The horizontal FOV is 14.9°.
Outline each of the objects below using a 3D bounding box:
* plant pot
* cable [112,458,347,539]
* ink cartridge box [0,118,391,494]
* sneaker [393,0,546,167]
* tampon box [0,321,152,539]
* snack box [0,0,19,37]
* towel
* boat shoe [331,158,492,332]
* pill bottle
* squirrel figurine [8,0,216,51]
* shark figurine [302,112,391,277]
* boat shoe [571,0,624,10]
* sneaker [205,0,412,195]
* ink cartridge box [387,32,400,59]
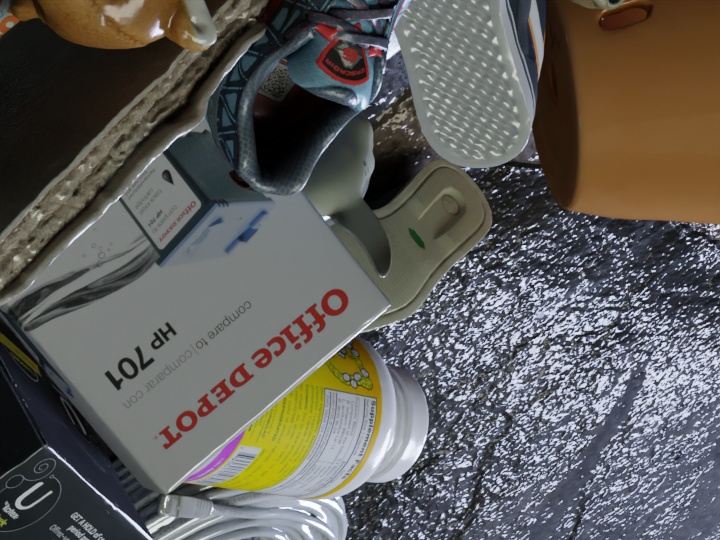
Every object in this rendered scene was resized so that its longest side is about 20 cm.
[{"bbox_3d":[0.168,-0.109,1.475,0.140,0.200,0.200,-8,144,-6],"label":"plant pot"},{"bbox_3d":[-0.107,0.178,1.723,0.200,0.069,0.200,-2,138,-40],"label":"cable"},{"bbox_3d":[-0.105,-0.014,1.313,0.146,0.200,0.086,-40,-175,-10],"label":"ink cartridge box"},{"bbox_3d":[0.044,-0.149,1.285,0.078,0.079,0.200,-1,131,10],"label":"sneaker"},{"bbox_3d":[-0.245,0.130,1.483,0.200,0.126,0.150,-34,149,1],"label":"tampon box"},{"bbox_3d":[-0.205,-0.121,1.262,0.200,0.037,0.116,-40,148,11],"label":"snack box"},{"bbox_3d":[-0.135,-0.065,1.189,0.200,0.132,0.034,-47,125,-21],"label":"towel"},{"bbox_3d":[0.000,0.000,1.529,0.068,0.072,0.200,-34,179,37],"label":"boat shoe"},{"bbox_3d":[-0.050,0.079,1.602,0.200,0.104,0.104,13,126,-49],"label":"pill bottle"},{"bbox_3d":[-0.083,-0.184,1.143,0.200,0.141,0.187,-7,103,-74],"label":"squirrel figurine"},{"bbox_3d":[-0.071,-0.036,1.419,0.214,0.128,0.089,7,143,-44],"label":"shark figurine"},{"bbox_3d":[0.101,-0.201,1.304,0.075,0.068,0.200,-42,152,-14],"label":"boat shoe"},{"bbox_3d":[-0.002,-0.112,1.202,0.079,0.096,0.200,16,127,-22],"label":"sneaker"},{"bbox_3d":[0.022,-0.191,1.320,0.200,0.043,0.196,-38,151,-18],"label":"ink cartridge box"}]
